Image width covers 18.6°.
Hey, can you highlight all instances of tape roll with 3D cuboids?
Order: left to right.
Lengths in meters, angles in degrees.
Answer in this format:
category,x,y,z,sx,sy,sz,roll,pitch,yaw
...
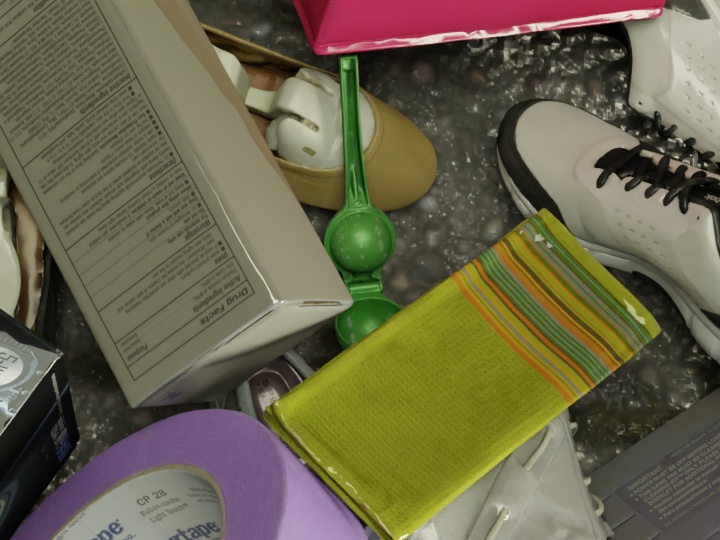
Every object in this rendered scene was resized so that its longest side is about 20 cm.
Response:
category,x,y,z,sx,sy,sz,roll,pitch,yaw
tape roll,-0.091,0.158,0.943,0.200,0.200,0.066,-51,120,-14

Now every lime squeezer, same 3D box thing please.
category,x,y,z,sx,sy,sz,roll,pitch,yaw
lime squeezer,0.000,0.000,1.065,0.038,0.071,0.201,-9,75,9

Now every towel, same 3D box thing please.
category,x,y,z,sx,sy,sz,roll,pitch,yaw
towel,0.051,0.043,1.000,0.086,0.018,0.200,43,50,16

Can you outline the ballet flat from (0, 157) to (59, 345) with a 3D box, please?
category,x,y,z,sx,sy,sz,roll,pitch,yaw
ballet flat,-0.171,-0.036,1.066,0.068,0.068,0.201,-4,76,-5

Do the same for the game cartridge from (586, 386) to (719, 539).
category,x,y,z,sx,sy,sz,roll,pitch,yaw
game cartridge,0.192,0.102,1.046,0.199,0.130,0.039,-32,118,-13

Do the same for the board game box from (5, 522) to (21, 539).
category,x,y,z,sx,sy,sz,roll,pitch,yaw
board game box,-0.265,0.136,1.030,0.199,0.034,0.135,-29,81,-12

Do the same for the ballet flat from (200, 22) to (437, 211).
category,x,y,z,sx,sy,sz,roll,pitch,yaw
ballet flat,-0.055,-0.082,1.092,0.199,0.063,0.069,19,73,-1

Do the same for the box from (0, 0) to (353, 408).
category,x,y,z,sx,sy,sz,roll,pitch,yaw
box,-0.098,-0.045,1.005,0.095,0.078,0.201,-33,76,22

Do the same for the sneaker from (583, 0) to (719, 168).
category,x,y,z,sx,sy,sz,roll,pitch,yaw
sneaker,0.184,-0.080,1.121,0.080,0.074,0.201,-31,76,0

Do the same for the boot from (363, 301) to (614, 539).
category,x,y,z,sx,sy,sz,roll,pitch,yaw
boot,0.079,0.097,1.031,0.095,0.074,0.200,38,47,3

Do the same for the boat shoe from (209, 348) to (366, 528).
category,x,y,z,sx,sy,sz,roll,pitch,yaw
boat shoe,-0.008,0.121,1.045,0.074,0.065,0.203,-26,80,-12

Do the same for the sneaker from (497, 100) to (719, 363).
category,x,y,z,sx,sy,sz,roll,pitch,yaw
sneaker,0.153,-0.030,1.069,0.200,0.080,0.074,36,62,19

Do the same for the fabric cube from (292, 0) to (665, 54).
category,x,y,z,sx,sy,sz,roll,pitch,yaw
fabric cube,0.056,-0.248,1.032,0.195,0.200,0.201,-10,58,-21

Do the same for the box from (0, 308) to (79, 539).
category,x,y,z,sx,sy,sz,roll,pitch,yaw
box,-0.184,0.106,0.925,0.043,0.200,0.161,34,74,4
